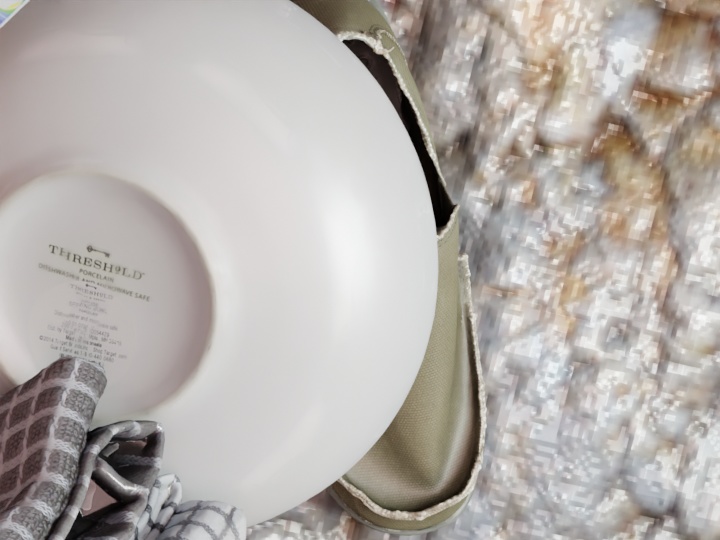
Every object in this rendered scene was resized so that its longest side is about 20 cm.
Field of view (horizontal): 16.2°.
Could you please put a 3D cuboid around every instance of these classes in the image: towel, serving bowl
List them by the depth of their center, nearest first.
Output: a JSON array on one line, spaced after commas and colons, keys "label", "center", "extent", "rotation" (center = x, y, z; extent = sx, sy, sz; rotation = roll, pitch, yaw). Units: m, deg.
[{"label": "towel", "center": [-0.154, 0.120, 0.790], "extent": [0.199, 0.166, 0.086], "rotation": [-26, 104, 33]}, {"label": "serving bowl", "center": [-0.077, 0.001, 0.836], "extent": [0.199, 0.066, 0.201], "rotation": [4, 106, 14]}]

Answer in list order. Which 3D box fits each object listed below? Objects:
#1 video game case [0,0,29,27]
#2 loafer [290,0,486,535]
[{"label": "video game case", "center": [-0.149, -0.124, 0.720], "extent": [0.200, 0.018, 0.143], "rotation": [-44, 112, -5]}, {"label": "loafer", "center": [0.000, 0.000, 0.882], "extent": [0.075, 0.070, 0.201], "rotation": [-15, 100, -6]}]
